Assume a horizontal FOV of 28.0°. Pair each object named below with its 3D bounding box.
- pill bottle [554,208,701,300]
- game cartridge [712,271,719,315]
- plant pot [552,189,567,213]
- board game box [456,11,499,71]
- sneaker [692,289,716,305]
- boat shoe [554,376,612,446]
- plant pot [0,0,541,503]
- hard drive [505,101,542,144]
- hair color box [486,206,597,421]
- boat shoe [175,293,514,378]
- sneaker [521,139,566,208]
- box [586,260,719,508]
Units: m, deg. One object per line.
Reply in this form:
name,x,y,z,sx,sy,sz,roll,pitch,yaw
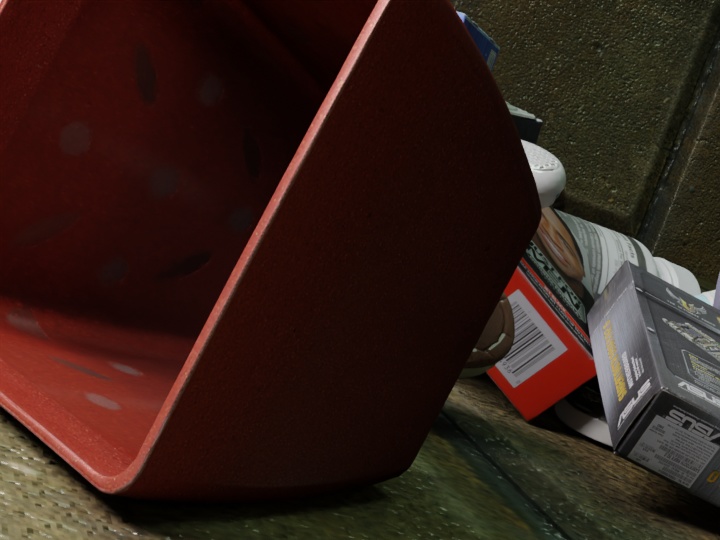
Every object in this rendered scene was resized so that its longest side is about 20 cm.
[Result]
pill bottle,0.164,0.015,1.156,0.199,0.115,0.114,18,8,-23
game cartridge,0.289,0.060,0.913,0.132,0.201,0.041,0,43,22
plant pot,0.077,-0.068,1.270,0.199,0.201,0.198,18,15,-22
board game box,-0.010,-0.179,1.021,0.198,0.044,0.200,21,6,11
sneaker,0.216,0.061,1.040,0.081,0.075,0.200,-8,-21,-1
boat shoe,0.153,0.064,0.972,0.073,0.061,0.200,23,7,-5
plant pot,-0.044,-0.022,0.582,0.199,0.201,0.176,28,-1,41
hard drive,0.025,-0.133,1.103,0.199,0.038,0.139,5,18,-40
hair color box,0.101,0.003,0.939,0.102,0.061,0.200,49,18,-14
boat shoe,-0.023,0.032,0.752,0.201,0.075,0.075,11,-24,-20
sneaker,0.028,-0.025,0.875,0.198,0.106,0.076,2,21,22
box,0.229,0.087,0.818,0.199,0.049,0.159,27,23,-10
